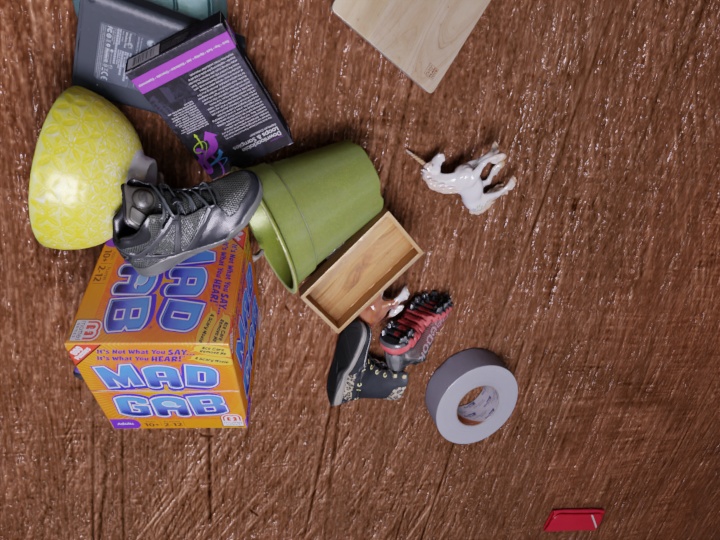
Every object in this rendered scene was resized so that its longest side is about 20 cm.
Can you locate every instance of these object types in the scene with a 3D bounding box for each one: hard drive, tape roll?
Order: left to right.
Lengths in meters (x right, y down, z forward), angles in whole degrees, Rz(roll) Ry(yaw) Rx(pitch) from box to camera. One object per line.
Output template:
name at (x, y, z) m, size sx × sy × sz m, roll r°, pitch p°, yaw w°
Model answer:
hard drive at (-0.262, -0.270, 0.711) m, size 0.194 × 0.034 × 0.141 m, roll 9°, pitch 137°, yaw -28°
tape roll at (0.240, 0.273, 1.180) m, size 0.193 × 0.066 × 0.207 m, roll -8°, pitch 117°, yaw -15°

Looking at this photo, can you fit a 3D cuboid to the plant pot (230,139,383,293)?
plant pot at (-0.069, -0.102, 0.827) m, size 0.186 × 0.199 × 0.205 m, roll -29°, pitch 122°, yaw -16°

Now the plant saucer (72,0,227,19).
plant saucer at (-0.272, -0.350, 0.711) m, size 0.193 × 0.028 × 0.207 m, roll -9°, pitch 118°, yaw -16°

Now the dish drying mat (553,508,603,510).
dish drying mat at (0.614, 0.716, 1.561) m, size 0.194 × 0.018 × 0.079 m, roll 10°, pitch 112°, yaw -24°

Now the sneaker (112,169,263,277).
sneaker at (-0.214, -0.075, 0.665) m, size 0.195 × 0.078 × 0.115 m, roll -28°, pitch 156°, yaw -5°

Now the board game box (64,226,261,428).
board game box at (-0.254, 0.080, 0.771) m, size 0.192 × 0.204 × 0.204 m, roll 0°, pitch 137°, yaw -2°

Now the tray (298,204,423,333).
tray at (0.000, 0.000, 0.902) m, size 0.199 × 0.037 × 0.099 m, roll -43°, pitch 116°, yaw 9°

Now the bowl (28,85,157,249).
bowl at (-0.324, -0.116, 0.696) m, size 0.104 × 0.201 × 0.206 m, roll 14°, pitch 111°, yaw -11°

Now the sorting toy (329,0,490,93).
sorting toy at (0.078, -0.406, 0.782) m, size 0.195 × 0.070 × 0.203 m, roll 28°, pitch 104°, yaw -28°

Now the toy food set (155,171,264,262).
toy food set at (-0.263, -0.044, 0.835) m, size 0.142 × 0.062 × 0.199 m, roll -33°, pitch 129°, yaw 27°

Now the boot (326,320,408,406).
boot at (0.026, 0.179, 1.047) m, size 0.148 × 0.075 × 0.208 m, roll 4°, pitch 128°, yaw -23°

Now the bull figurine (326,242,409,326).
bull figurine at (0.015, 0.009, 0.965) m, size 0.118 × 0.066 × 0.204 m, roll -19°, pitch 123°, yaw 4°

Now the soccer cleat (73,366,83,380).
soccer cleat at (-0.371, 0.131, 0.900) m, size 0.193 × 0.068 × 0.076 m, roll -8°, pitch 99°, yaw -14°

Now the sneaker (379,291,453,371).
sneaker at (0.107, 0.116, 1.021) m, size 0.199 × 0.069 × 0.101 m, roll -35°, pitch 132°, yaw -39°

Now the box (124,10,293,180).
box at (-0.195, -0.224, 0.736) m, size 0.139 × 0.037 × 0.201 m, roll -20°, pitch 142°, yaw 9°

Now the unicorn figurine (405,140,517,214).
unicorn figurine at (0.188, -0.159, 0.939) m, size 0.135 × 0.075 × 0.201 m, roll -33°, pitch 128°, yaw 12°
